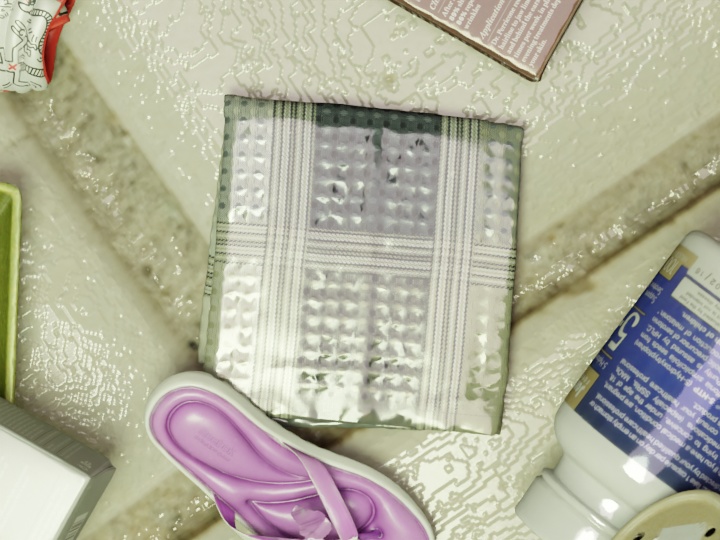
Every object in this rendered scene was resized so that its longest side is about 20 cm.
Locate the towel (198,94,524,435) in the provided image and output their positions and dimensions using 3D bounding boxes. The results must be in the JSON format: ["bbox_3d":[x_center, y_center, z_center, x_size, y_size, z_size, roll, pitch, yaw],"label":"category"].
[{"bbox_3d":[0.000,0.000,1.469,0.192,0.035,0.201,5,91,0],"label":"towel"}]

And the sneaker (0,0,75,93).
[{"bbox_3d":[-0.225,-0.206,1.452,0.107,0.067,0.202,3,96,2],"label":"sneaker"}]

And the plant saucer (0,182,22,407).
[{"bbox_3d":[-0.306,0.042,1.475,0.199,0.048,0.201,3,92,3],"label":"plant saucer"}]

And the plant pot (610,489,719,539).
[{"bbox_3d":[0.223,0.224,1.344,0.187,0.187,0.200,-38,113,4],"label":"plant pot"}]

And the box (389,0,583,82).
[{"bbox_3d":[0.044,-0.203,1.434,0.199,0.075,0.100,30,94,0],"label":"box"}]

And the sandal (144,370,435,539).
[{"bbox_3d":[-0.048,0.139,1.449,0.202,0.050,0.083,32,111,-9],"label":"sandal"}]

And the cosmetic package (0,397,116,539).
[{"bbox_3d":[-0.260,0.113,1.410,0.200,0.090,0.107,31,94,4],"label":"cosmetic package"}]

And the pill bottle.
[{"bbox_3d":[0.185,0.088,1.414,0.120,0.120,0.200,36,94,1],"label":"pill bottle"}]
